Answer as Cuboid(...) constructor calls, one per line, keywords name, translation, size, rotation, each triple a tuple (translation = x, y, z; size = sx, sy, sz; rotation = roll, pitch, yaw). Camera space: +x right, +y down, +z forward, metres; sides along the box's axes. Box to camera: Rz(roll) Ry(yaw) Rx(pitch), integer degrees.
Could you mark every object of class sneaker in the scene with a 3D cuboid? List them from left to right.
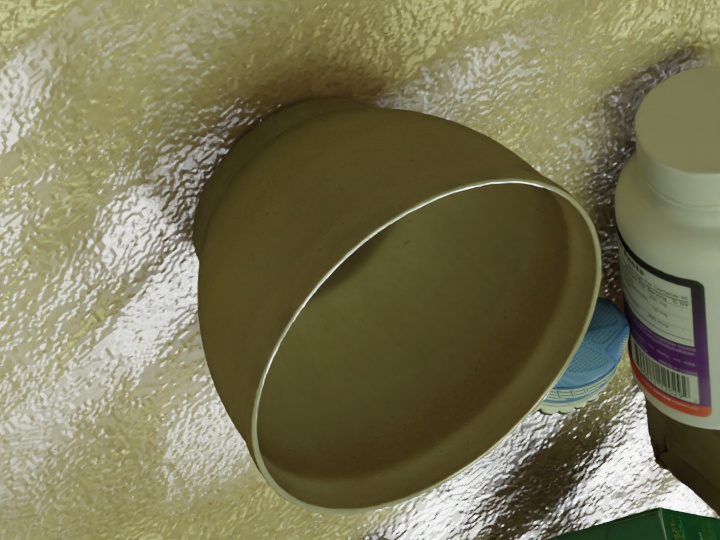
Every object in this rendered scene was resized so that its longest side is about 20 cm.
Cuboid(name="sneaker", translation=(0.082, 0.020, 1.547), size=(0.199, 0.079, 0.089), rotation=(6, 124, -46))

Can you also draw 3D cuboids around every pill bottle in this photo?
Cuboid(name="pill bottle", translation=(0.199, -0.014, 1.592), size=(0.111, 0.111, 0.201), rotation=(-30, 140, -17))

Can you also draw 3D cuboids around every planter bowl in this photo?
Cuboid(name="planter bowl", translation=(0.000, 0.000, 1.401), size=(0.199, 0.135, 0.201), rotation=(-23, 138, -22))

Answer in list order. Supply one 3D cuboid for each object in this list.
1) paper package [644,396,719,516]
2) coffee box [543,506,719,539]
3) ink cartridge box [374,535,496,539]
Cuboid(name="paper package", translation=(0.299, 0.083, 1.693), size=(0.199, 0.191, 0.104), rotation=(-28, 128, -14))
Cuboid(name="coffee box", translation=(0.160, 0.182, 1.723), size=(0.122, 0.044, 0.200), rotation=(-17, 166, 19))
Cuboid(name="ink cartridge box", translation=(-0.013, 0.252, 1.715), size=(0.199, 0.041, 0.200), rotation=(-25, 140, -25))
